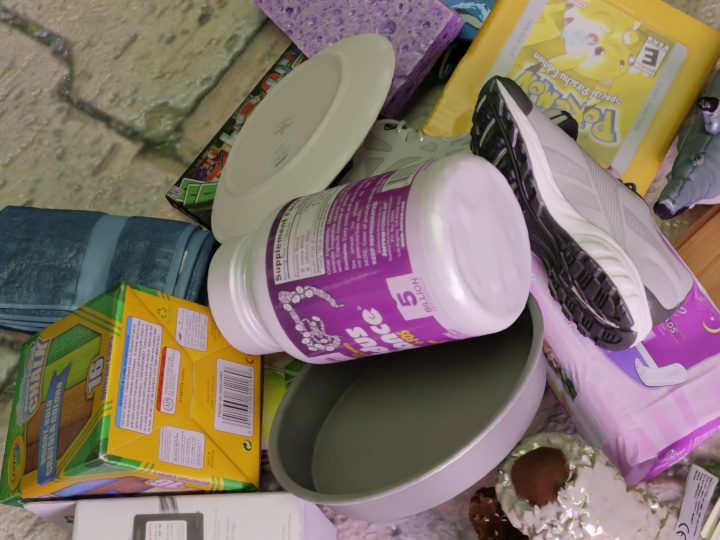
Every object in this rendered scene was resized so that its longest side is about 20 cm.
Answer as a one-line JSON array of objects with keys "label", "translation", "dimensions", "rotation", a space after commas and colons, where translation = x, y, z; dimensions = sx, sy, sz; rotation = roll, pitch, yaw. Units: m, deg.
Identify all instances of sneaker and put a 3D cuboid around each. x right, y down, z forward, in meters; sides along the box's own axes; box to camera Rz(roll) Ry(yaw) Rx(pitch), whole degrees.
[{"label": "sneaker", "translation": [0.051, -0.212, 1.025], "dimensions": [0.199, 0.066, 0.079], "rotation": [23, 71, 19]}, {"label": "sneaker", "translation": [0.052, -0.092, 0.895], "dimensions": [0.199, 0.076, 0.116], "rotation": [-27, 66, -2]}, {"label": "sneaker", "translation": [0.139, -0.044, 0.798], "dimensions": [0.079, 0.074, 0.201], "rotation": [-24, 71, -25]}]

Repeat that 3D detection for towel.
[{"label": "towel", "translation": [-0.217, 0.003, 0.991], "dimensions": [0.198, 0.049, 0.113], "rotation": [6, 66, 14]}]

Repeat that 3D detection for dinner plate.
[{"label": "dinner plate", "translation": [-0.053, -0.106, 0.930], "dimensions": [0.200, 0.024, 0.201], "rotation": [-37, 32, 28]}]

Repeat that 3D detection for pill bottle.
[{"label": "pill bottle", "translation": [0.000, 0.000, 0.787], "dimensions": [0.199, 0.112, 0.113], "rotation": [-13, 60, 36]}]

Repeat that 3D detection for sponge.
[{"label": "sponge", "translation": [-0.013, -0.224, 1.016], "dimensions": [0.112, 0.030, 0.200], "rotation": [-51, 63, 18]}]

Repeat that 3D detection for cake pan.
[{"label": "cake pan", "translation": [0.033, 0.081, 0.782], "dimensions": [0.199, 0.037, 0.201], "rotation": [-26, 28, 15]}]

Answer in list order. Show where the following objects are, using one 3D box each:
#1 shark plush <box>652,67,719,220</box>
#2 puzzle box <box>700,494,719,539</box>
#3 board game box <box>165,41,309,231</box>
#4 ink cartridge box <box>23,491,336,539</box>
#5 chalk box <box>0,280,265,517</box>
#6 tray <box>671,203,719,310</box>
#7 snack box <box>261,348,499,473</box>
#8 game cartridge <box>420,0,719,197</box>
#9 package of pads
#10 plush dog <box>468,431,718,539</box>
[{"label": "shark plush", "translation": [0.245, -0.096, 0.886], "dimensions": [0.090, 0.084, 0.199], "rotation": [25, 45, 38]}, {"label": "puzzle box", "translation": [0.261, 0.244, 0.797], "dimensions": [0.132, 0.025, 0.201], "rotation": [26, 73, 22]}, {"label": "board game box", "translation": [-0.063, -0.110, 1.027], "dimensions": [0.104, 0.023, 0.201], "rotation": [32, 75, 20]}, {"label": "ink cartridge box", "translation": [-0.123, 0.201, 0.844], "dimensions": [0.198, 0.116, 0.067], "rotation": [-4, 66, 10]}, {"label": "chalk box", "translation": [-0.174, 0.107, 0.870], "dimensions": [0.199, 0.123, 0.126], "rotation": [-27, 54, 44]}, {"label": "tray", "translation": [0.242, 0.035, 0.890], "dimensions": [0.200, 0.037, 0.099], "rotation": [-40, 65, -9]}, {"label": "snack box", "translation": [0.007, 0.060, 0.909], "dimensions": [0.198, 0.068, 0.170], "rotation": [-3, 64, 8]}, {"label": "game cartridge", "translation": [0.164, -0.137, 0.952], "dimensions": [0.175, 0.032, 0.201], "rotation": [29, 79, 5]}, {"label": "package of pads", "translation": [0.174, 0.035, 0.833], "dimensions": [0.120, 0.076, 0.201], "rotation": [-26, 66, -13]}, {"label": "plush dog", "translation": [0.141, 0.210, 0.765], "dimensions": [0.159, 0.172, 0.202], "rotation": [2, 70, -30]}]
